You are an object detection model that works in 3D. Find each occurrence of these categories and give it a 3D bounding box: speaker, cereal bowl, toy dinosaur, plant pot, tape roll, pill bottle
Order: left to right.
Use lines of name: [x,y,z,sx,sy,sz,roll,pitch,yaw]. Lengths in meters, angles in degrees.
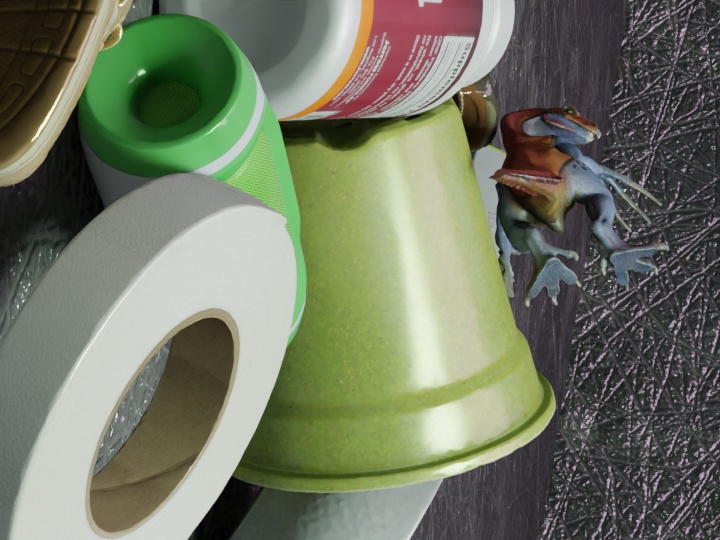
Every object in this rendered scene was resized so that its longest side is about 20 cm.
tape roll: [-0.096,0.056,0.923,0.203,0.037,0.204,-48,155,-32]
speaker: [-0.075,-0.030,1.024,0.200,0.088,0.089,78,22,-58]
cereal bowl: [-0.030,0.161,1.289,0.201,0.083,0.200,-56,179,-1]
pill bottle: [-0.004,-0.134,1.111,0.200,0.112,0.114,-9,107,-59]
plant pot: [0.000,0.000,1.220,0.200,0.199,0.186,-54,138,-67]
toy dinosaur: [0.118,-0.062,1.301,0.201,0.104,0.182,70,0,-47]

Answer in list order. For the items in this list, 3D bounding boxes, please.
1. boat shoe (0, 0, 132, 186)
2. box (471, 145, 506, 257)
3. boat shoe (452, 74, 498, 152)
boat shoe: [-0.112,-0.113,0.816,0.069,0.073,0.201,64,34,-60]
box: [0.052,0.005,1.470,0.122,0.047,0.201,-31,-138,59]
boat shoe: [0.030,-0.094,1.398,0.076,0.073,0.200,65,-17,6]
